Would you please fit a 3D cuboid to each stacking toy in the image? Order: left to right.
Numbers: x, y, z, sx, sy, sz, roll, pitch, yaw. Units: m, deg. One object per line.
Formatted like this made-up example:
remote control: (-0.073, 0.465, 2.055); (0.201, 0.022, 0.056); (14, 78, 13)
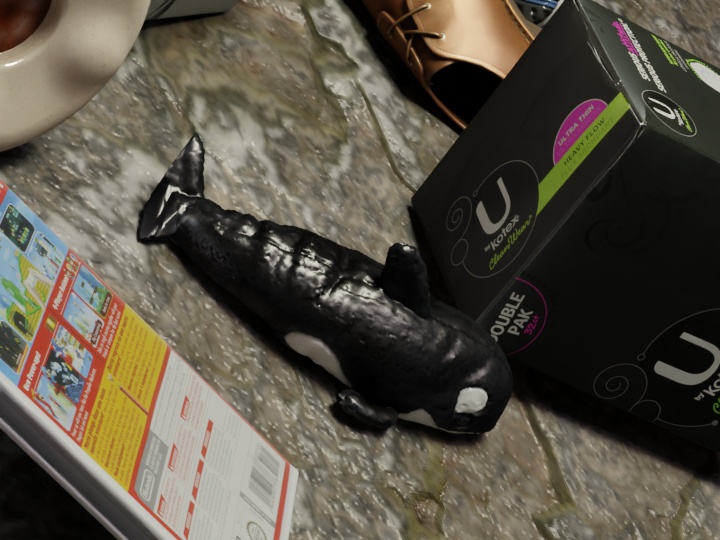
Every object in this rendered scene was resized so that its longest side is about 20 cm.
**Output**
stacking toy: (-0.198, -0.159, 1.241); (0.146, 0.146, 0.200); (2, 35, -48)

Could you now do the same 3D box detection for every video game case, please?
video game case: (-0.103, 0.051, 1.123); (0.200, 0.017, 0.143); (46, 18, -15)

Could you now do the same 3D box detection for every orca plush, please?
orca plush: (0.000, 0.000, 1.304); (0.200, 0.071, 0.105); (41, 31, -4)

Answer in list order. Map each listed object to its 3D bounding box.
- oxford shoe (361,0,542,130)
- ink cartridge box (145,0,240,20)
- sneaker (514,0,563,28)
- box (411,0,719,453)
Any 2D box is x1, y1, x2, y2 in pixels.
oxford shoe: (0.039, -0.140, 1.525); (0.200, 0.071, 0.071); (45, 36, 1)
ink cartridge box: (-0.125, -0.200, 1.366); (0.145, 0.084, 0.200); (56, 27, 9)
sneaker: (0.048, -0.211, 1.634); (0.200, 0.076, 0.077); (53, 10, 15)
box: (0.154, -0.018, 1.419); (0.200, 0.149, 0.124); (25, 26, -29)
